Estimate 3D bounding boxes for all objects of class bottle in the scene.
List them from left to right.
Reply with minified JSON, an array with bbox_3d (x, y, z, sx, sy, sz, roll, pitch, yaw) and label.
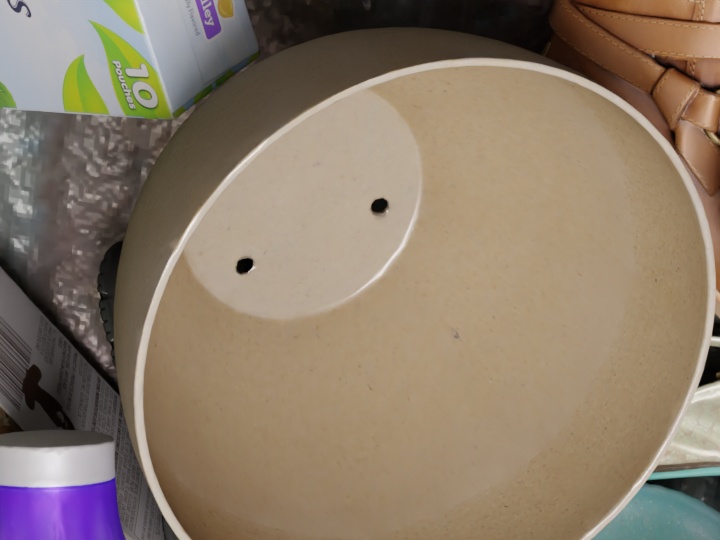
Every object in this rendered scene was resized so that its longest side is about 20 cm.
[{"bbox_3d":[-0.109,0.158,0.852,0.065,0.084,0.200,-1,93,-12],"label":"bottle"}]

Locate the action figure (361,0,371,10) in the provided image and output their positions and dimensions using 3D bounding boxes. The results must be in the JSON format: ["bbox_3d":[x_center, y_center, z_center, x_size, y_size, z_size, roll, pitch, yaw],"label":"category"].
[{"bbox_3d":[0.019,-0.187,0.782,0.119,0.102,0.200,17,129,-9],"label":"action figure"}]

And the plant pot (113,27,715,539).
[{"bbox_3d":[0.000,0.000,0.813,0.200,0.134,0.201,-10,118,-19],"label":"plant pot"}]

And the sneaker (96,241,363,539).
[{"bbox_3d":[-0.033,0.073,0.898,0.091,0.076,0.200,-18,82,3],"label":"sneaker"}]

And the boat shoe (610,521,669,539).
[{"bbox_3d":[0.124,0.199,0.979,0.072,0.069,0.200,4,114,6],"label":"boat shoe"}]

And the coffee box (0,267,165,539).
[{"bbox_3d":[-0.130,0.109,0.942,0.114,0.080,0.200,-30,119,17],"label":"coffee box"}]

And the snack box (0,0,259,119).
[{"bbox_3d":[-0.124,-0.153,0.807,0.142,0.053,0.200,6,123,40],"label":"snack box"}]

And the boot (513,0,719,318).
[{"bbox_3d":[0.155,-0.045,0.853,0.200,0.074,0.155,9,114,0],"label":"boot"}]

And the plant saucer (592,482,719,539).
[{"bbox_3d":[0.062,0.158,0.896,0.200,0.200,0.036,-16,121,15],"label":"plant saucer"}]

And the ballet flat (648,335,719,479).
[{"bbox_3d":[0.089,0.056,0.927,0.200,0.067,0.062,-8,88,7],"label":"ballet flat"}]
